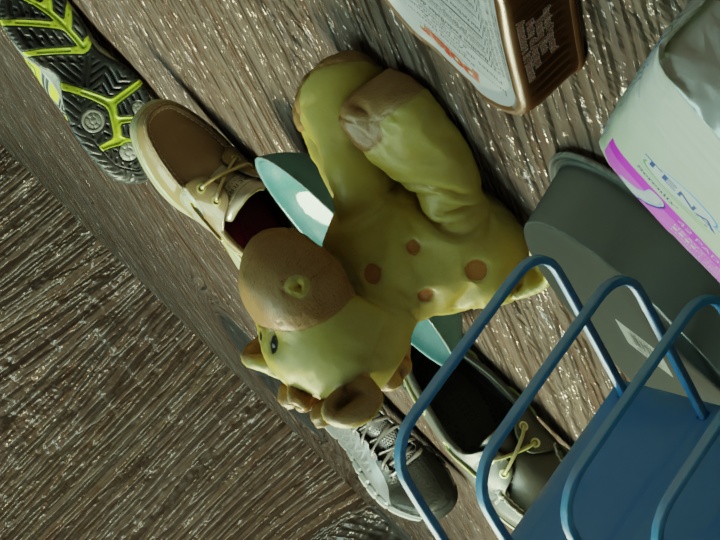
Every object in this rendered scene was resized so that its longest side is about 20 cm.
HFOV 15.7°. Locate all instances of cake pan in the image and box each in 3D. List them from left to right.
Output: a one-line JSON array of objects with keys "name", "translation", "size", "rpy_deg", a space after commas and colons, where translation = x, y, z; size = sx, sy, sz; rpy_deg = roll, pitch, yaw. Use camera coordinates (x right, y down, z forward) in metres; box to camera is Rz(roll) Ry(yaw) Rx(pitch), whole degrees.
[{"name": "cake pan", "translation": [0.151, 0.027, 1.252], "size": [0.200, 0.037, 0.200], "rpy_deg": [46, 172, 8]}]

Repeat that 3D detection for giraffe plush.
[{"name": "giraffe plush", "translation": [0.000, 0.000, 1.442], "size": [0.200, 0.162, 0.173], "rpy_deg": [47, 172, -1]}]

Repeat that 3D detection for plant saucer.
[{"name": "plant saucer", "translation": [0.008, -0.015, 1.795], "size": [0.200, 0.036, 0.200], "rpy_deg": [46, 172, 8]}]

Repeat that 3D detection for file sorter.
[{"name": "file sorter", "translation": [0.135, 0.088, 1.098], "size": [0.200, 0.139, 0.123], "rpy_deg": [14, 148, 42]}]

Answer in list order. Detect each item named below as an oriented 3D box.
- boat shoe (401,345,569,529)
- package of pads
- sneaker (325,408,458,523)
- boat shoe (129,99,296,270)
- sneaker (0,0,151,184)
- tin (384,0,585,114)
[{"name": "boat shoe", "translation": [0.099, 0.124, 1.880], "size": [0.202, 0.072, 0.060], "rpy_deg": [47, 178, 23]}, {"name": "package of pads", "translation": [0.171, -0.007, 0.860], "size": [0.200, 0.068, 0.155], "rpy_deg": [45, 172, 4]}, {"name": "sneaker", "translation": [0.009, 0.156, 2.512], "size": [0.200, 0.075, 0.116], "rpy_deg": [43, 169, 31]}, {"name": "boat shoe", "translation": [-0.098, -0.059, 2.049], "size": [0.200, 0.074, 0.066], "rpy_deg": [46, 160, -11]}, {"name": "sneaker", "translation": [-0.233, -0.164, 2.229], "size": [0.200, 0.075, 0.076], "rpy_deg": [58, 178, -7]}, {"name": "tin", "translation": [0.038, -0.131, 1.064], "size": [0.112, 0.042, 0.200], "rpy_deg": [48, 173, 21]}]
